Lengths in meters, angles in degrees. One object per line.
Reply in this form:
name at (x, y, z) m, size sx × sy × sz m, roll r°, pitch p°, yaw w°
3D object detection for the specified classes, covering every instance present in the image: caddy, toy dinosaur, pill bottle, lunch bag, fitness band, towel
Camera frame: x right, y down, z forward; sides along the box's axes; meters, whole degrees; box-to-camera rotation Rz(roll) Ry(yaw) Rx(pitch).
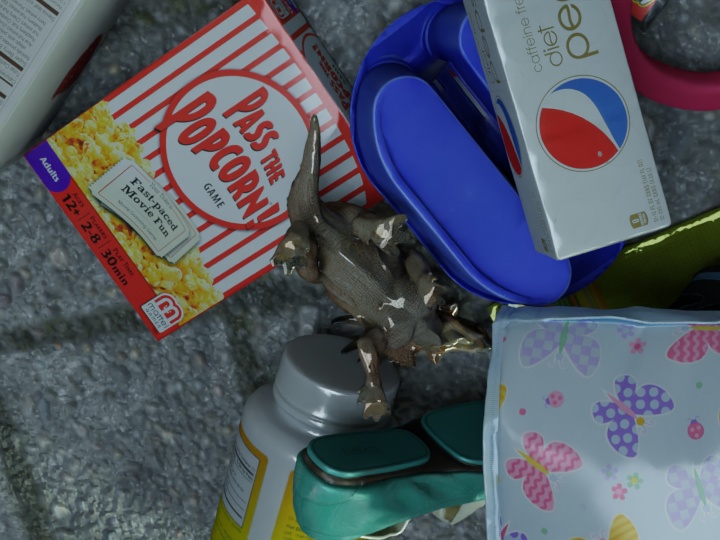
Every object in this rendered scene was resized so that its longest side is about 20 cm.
caddy at (0.084, -0.070, 0.949) m, size 0.141 × 0.105 × 0.200 m, roll -40°, pitch 98°, yaw -1°
toy dinosaur at (0.000, 0.000, 0.966) m, size 0.086 × 0.136 × 0.200 m, roll -34°, pitch 105°, yaw 3°
pill bottle at (-0.036, 0.147, 1.053) m, size 0.109 × 0.109 × 0.201 m, roll 19°, pitch 113°, yaw 6°
lunch bag at (0.161, 0.117, 0.899) m, size 0.169 × 0.127 × 0.201 m, roll -1°, pitch 104°, yaw 18°
fitness band at (0.209, -0.182, 0.876) m, size 0.143 × 0.037 × 0.200 m, roll 16°, pitch 119°, yaw -21°
towel at (0.184, 0.023, 1.003) m, size 0.199 × 0.018 × 0.086 m, roll -24°, pitch 104°, yaw 20°

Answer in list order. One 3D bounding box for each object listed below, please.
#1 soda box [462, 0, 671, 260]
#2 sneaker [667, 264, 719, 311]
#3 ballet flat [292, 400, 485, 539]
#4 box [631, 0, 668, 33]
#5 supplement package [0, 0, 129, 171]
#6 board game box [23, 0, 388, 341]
soda box at (0.103, -0.111, 0.860) m, size 0.068 × 0.064 × 0.201 m, roll -17°, pitch 96°, yaw -3°
sneaker at (0.207, 0.049, 0.966) m, size 0.073 × 0.082 × 0.200 m, roll 36°, pitch 133°, yaw -20°
ballet flat at (0.038, 0.127, 0.989) m, size 0.067 × 0.199 × 0.071 m, roll 46°, pitch 130°, yaw 41°
box at (0.121, -0.248, 0.905) m, size 0.200 × 0.040 × 0.137 m, roll 34°, pitch 115°, yaw -1°
supplement package at (-0.222, -0.165, 0.974) m, size 0.120 × 0.121 × 0.200 m, roll 38°, pitch 114°, yaw -3°
board game box at (-0.093, -0.069, 1.020) m, size 0.200 × 0.046 × 0.152 m, roll -32°, pitch 100°, yaw 22°
